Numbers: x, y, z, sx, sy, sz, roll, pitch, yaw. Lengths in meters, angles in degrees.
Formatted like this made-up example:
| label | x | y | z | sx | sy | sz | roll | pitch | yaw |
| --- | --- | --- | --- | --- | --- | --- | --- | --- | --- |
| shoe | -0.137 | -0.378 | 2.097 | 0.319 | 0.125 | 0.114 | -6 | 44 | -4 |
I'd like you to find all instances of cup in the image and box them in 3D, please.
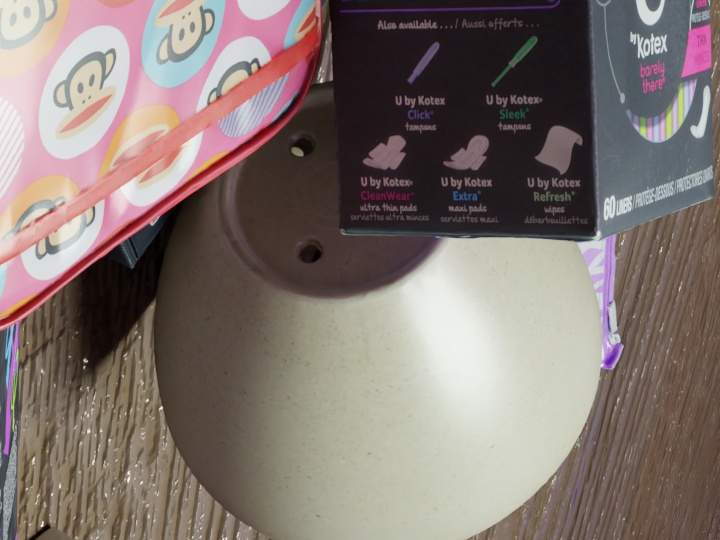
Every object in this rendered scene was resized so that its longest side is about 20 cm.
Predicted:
| label | x | y | z | sx | sy | sz | roll | pitch | yaw |
| --- | --- | --- | --- | --- | --- | --- | --- | --- | --- |
| cup | 0.000 | 0.000 | 1.072 | 0.201 | 0.199 | 0.144 | -55 | 159 | -20 |

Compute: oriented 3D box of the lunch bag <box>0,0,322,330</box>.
| label | x | y | z | sx | sy | sz | roll | pitch | yaw |
| --- | --- | --- | --- | --- | --- | --- | --- | --- | --- |
| lunch bag | -0.095 | -0.073 | 0.833 | 0.200 | 0.082 | 0.177 | -39 | 144 | -39 |

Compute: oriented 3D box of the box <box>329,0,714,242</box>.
| label | x | y | z | sx | sy | sz | roll | pitch | yaw |
| --- | --- | --- | --- | --- | --- | --- | --- | --- | --- |
| box | 0.059 | -0.118 | 0.918 | 0.122 | 0.105 | 0.202 | -20 | 109 | -61 |

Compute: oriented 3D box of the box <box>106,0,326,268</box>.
| label | x | y | z | sx | sy | sz | roll | pitch | yaw |
| --- | --- | --- | --- | --- | --- | --- | --- | --- | --- |
| box | -0.065 | -0.123 | 0.986 | 0.201 | 0.046 | 0.159 | -55 | 158 | -21 |

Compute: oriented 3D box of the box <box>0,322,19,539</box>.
| label | x | y | z | sx | sy | sz | roll | pitch | yaw |
| --- | --- | --- | --- | --- | --- | --- | --- | --- | --- |
| box | -0.155 | 0.102 | 0.972 | 0.144 | 0.036 | 0.201 | -87 | -175 | -49 |

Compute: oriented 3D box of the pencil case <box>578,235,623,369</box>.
| label | x | y | z | sx | sy | sz | roll | pitch | yaw |
| --- | --- | --- | --- | --- | --- | --- | --- | --- | --- |
| pencil case | 0.118 | -0.014 | 1.506 | 0.084 | 0.085 | 0.201 | -53 | 157 | -29 |

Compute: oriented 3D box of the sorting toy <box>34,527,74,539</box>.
| label | x | y | z | sx | sy | sz | roll | pitch | yaw |
| --- | --- | --- | --- | --- | --- | --- | --- | --- | --- |
| sorting toy | -0.179 | 0.251 | 1.136 | 0.199 | 0.069 | 0.201 | -39 | 148 | -48 |
